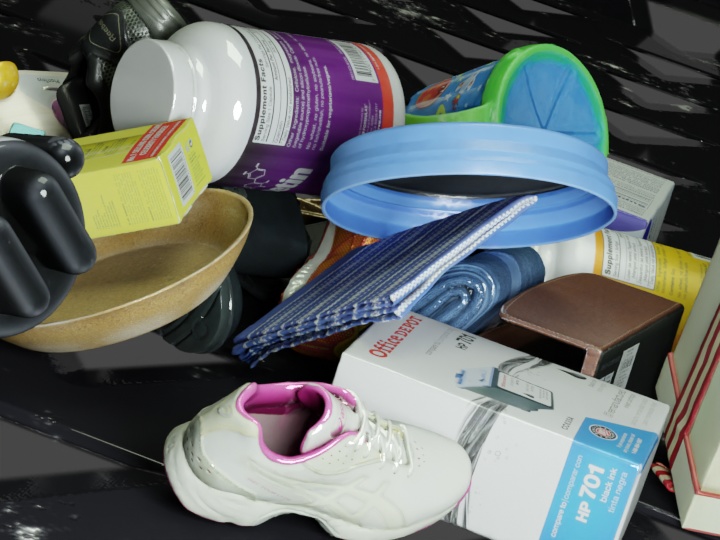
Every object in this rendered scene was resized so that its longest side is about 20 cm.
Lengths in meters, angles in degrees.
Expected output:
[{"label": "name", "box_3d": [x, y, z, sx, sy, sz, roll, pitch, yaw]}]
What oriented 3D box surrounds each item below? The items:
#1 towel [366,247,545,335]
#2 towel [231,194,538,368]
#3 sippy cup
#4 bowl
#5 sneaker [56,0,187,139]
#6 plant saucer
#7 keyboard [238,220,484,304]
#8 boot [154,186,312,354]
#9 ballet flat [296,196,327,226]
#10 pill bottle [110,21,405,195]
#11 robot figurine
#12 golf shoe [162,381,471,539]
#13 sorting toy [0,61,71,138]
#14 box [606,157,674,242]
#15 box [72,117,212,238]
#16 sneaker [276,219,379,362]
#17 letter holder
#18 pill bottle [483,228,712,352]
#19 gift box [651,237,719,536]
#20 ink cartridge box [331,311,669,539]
[{"label": "towel", "box_3d": [0.066, 0.026, 1.785, 0.049, 0.112, 0.200, 52, 16, 7]}, {"label": "towel", "box_3d": [0.013, 0.008, 1.660, 0.145, 0.024, 0.200, -38, 12, -34]}, {"label": "sippy cup", "box_3d": [0.104, -0.103, 1.982, 0.130, 0.140, 0.178, -4, -38, 46]}, {"label": "bowl", "box_3d": [0.073, -0.057, 1.693, 0.199, 0.040, 0.201, 2, -13, 0]}, {"label": "sneaker", "box_3d": [-0.155, -0.119, 1.847, 0.076, 0.114, 0.200, 53, -2, 34]}, {"label": "plant saucer", "box_3d": [-0.160, 0.004, 1.627, 0.199, 0.036, 0.200, -15, 22, 6]}, {"label": "keyboard", "box_3d": [-0.001, 0.000, 1.912, 0.199, 0.040, 0.104, -14, 38, -27]}, {"label": "boot", "box_3d": [-0.094, -0.017, 1.784, 0.168, 0.077, 0.200, 7, 35, -45]}, {"label": "ballet flat", "box_3d": [-0.044, -0.025, 1.957, 0.199, 0.068, 0.073, 12, 37, -19]}, {"label": "pill bottle", "box_3d": [-0.072, -0.112, 1.763, 0.199, 0.113, 0.112, 4, 21, -40]}, {"label": "robot figurine", "box_3d": [-0.248, -0.023, 1.549, 0.150, 0.126, 0.199, 0, 6, -41]}, {"label": "golf shoe", "box_3d": [-0.011, 0.106, 1.454, 0.199, 0.092, 0.076, 5, 54, -31]}, {"label": "sorting toy", "box_3d": [-0.205, -0.057, 1.855, 0.199, 0.107, 0.180, -3, 45, -53]}, {"label": "box", "box_3d": [0.160, -0.045, 2.156, 0.183, 0.106, 0.200, 21, 15, 9]}, {"label": "box", "box_3d": [-0.204, -0.051, 1.676, 0.199, 0.050, 0.075, -8, 23, 21]}, {"label": "sneaker", "box_3d": [0.000, 0.000, 1.826, 0.077, 0.073, 0.200, 19, 45, 7]}, {"label": "letter holder", "box_3d": [0.123, 0.060, 1.771, 0.141, 0.101, 0.200, 22, 16, 19]}, {"label": "pill bottle", "box_3d": [0.190, 0.026, 1.938, 0.199, 0.112, 0.111, 15, 16, -9]}, {"label": "gift box", "box_3d": [0.311, 0.084, 1.728, 0.183, 0.188, 0.200, 15, 31, -5]}, {"label": "ink cartridge box", "box_3d": [0.083, 0.106, 1.597, 0.199, 0.086, 0.146, 21, 16, 8]}]
